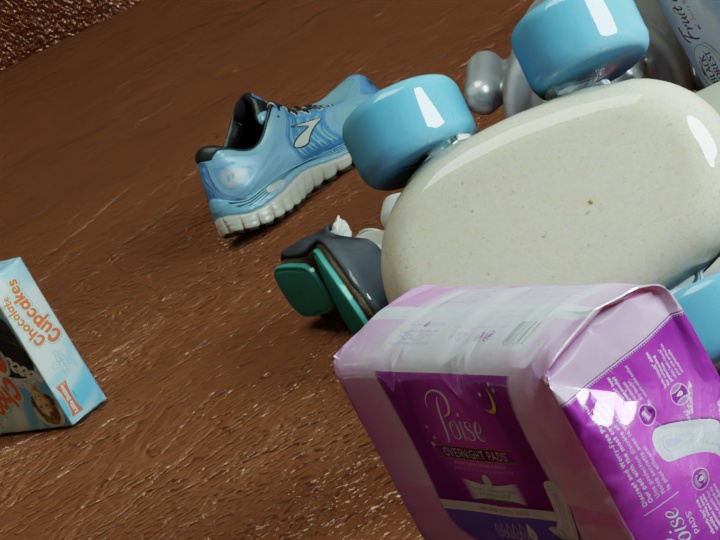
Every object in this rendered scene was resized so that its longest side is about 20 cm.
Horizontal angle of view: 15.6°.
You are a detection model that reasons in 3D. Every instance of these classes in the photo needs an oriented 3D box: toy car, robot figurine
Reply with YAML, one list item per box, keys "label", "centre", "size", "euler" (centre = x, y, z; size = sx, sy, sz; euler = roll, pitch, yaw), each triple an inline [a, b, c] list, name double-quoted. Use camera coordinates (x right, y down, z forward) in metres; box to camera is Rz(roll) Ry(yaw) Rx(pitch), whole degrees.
- label: "toy car"
  centre: [0.114, -0.010, 1.274]
  size: [0.177, 0.184, 0.200]
  euler: [-28, -16, 12]
- label: "robot figurine"
  centre: [0.148, -0.120, 1.616]
  size: [0.169, 0.113, 0.200]
  euler: [0, 19, 6]

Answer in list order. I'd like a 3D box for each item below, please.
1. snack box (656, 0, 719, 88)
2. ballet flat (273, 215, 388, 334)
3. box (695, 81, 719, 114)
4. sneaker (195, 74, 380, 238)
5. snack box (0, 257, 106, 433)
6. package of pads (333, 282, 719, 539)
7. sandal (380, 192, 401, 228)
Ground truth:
- label: "snack box"
  centre: [0.226, -0.181, 1.486]
  size: [0.053, 0.200, 0.142]
  euler: [-16, 20, 50]
- label: "ballet flat"
  centre: [0.000, 0.000, 1.597]
  size: [0.073, 0.073, 0.200]
  euler: [-33, 11, -10]
- label: "box"
  centre: [0.134, -0.029, 1.409]
  size: [0.200, 0.068, 0.082]
  euler: [-25, 15, 20]
- label: "sneaker"
  centre: [-0.053, -0.108, 2.056]
  size: [0.078, 0.090, 0.200]
  euler: [-16, 18, 46]
- label: "snack box"
  centre: [-0.266, 0.058, 1.843]
  size: [0.037, 0.116, 0.200]
  euler: [-39, 15, -32]
- label: "package of pads"
  centre: [0.075, 0.067, 1.070]
  size: [0.076, 0.121, 0.200]
  euler: [-36, 14, -22]
- label: "sandal"
  centre: [0.098, -0.056, 1.506]
  size: [0.202, 0.050, 0.082]
  euler: [-10, -19, 30]
